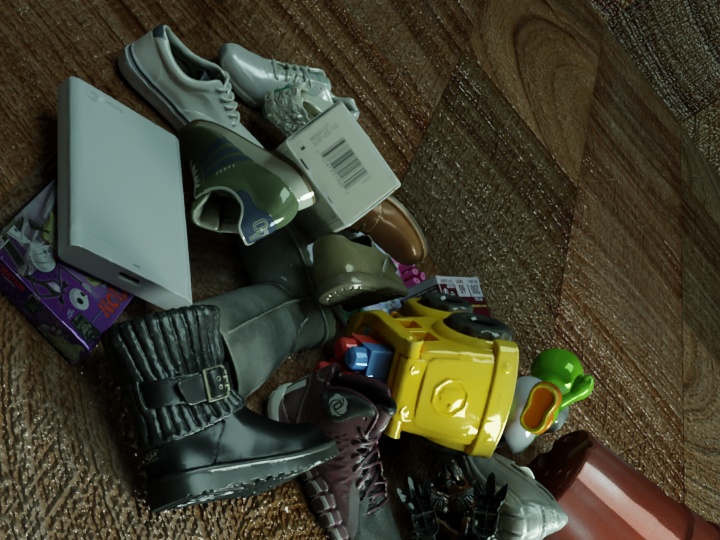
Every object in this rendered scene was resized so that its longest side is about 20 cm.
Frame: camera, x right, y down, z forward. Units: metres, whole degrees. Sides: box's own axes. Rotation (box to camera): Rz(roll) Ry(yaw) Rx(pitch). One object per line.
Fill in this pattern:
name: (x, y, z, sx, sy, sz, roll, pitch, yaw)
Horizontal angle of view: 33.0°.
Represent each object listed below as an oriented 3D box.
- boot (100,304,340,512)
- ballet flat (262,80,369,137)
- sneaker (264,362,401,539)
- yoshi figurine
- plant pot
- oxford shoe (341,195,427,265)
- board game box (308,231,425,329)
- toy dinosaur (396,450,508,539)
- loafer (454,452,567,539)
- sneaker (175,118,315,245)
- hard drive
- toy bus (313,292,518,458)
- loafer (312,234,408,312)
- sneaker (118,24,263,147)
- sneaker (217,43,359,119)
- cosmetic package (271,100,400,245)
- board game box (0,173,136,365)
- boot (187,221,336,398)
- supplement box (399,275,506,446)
boot: (-0.112, 0.107, 1.023, 0.210, 0.079, 0.159, 1, 66, -52)
ballet flat: (-0.028, -0.148, 1.418, 0.200, 0.072, 0.072, 38, 32, -32)
sneaker: (0.003, 0.175, 1.124, 0.201, 0.115, 0.076, 56, 28, 1)
yoshi figurine: (0.199, 0.129, 1.355, 0.113, 0.112, 0.200, 61, 16, 14)
plant pot: (0.271, 0.297, 1.361, 0.195, 0.201, 0.201, 43, 29, -6)
oxford shoe: (-0.005, -0.064, 1.381, 0.200, 0.071, 0.072, 42, 53, -19)
board game box: (-0.014, -0.032, 1.414, 0.201, 0.026, 0.200, 54, 27, -4)
toy dinosaur: (0.096, 0.263, 1.195, 0.136, 0.101, 0.201, 88, -20, -50)
loafer: (0.147, 0.230, 1.264, 0.069, 0.071, 0.200, -1, 14, -18)
sneaker: (-0.138, -0.084, 1.182, 0.199, 0.090, 0.067, 27, -29, 41)
hard drive: (-0.211, -0.069, 1.084, 0.131, 0.026, 0.201, 30, 37, -40)
toy bus: (0.038, 0.097, 1.247, 0.190, 0.137, 0.200, 7, 13, -23)
loafer: (0.000, 0.000, 1.249, 0.200, 0.075, 0.068, 24, 52, -78)
sneaker: (-0.162, -0.175, 1.281, 0.200, 0.071, 0.073, 40, 31, -31)
sneaker: (-0.083, -0.220, 1.448, 0.200, 0.080, 0.071, 31, 38, -37)
cosmetic package: (-0.041, -0.092, 1.227, 0.104, 0.073, 0.200, 54, -14, -6)
board game box: (-0.239, -0.019, 1.044, 0.120, 0.032, 0.200, 52, 27, -17)
boot: (-0.115, 0.025, 1.162, 0.200, 0.072, 0.183, -21, 77, -55)
supplement box: (0.121, 0.110, 1.417, 0.109, 0.061, 0.202, 1, 68, -57)
